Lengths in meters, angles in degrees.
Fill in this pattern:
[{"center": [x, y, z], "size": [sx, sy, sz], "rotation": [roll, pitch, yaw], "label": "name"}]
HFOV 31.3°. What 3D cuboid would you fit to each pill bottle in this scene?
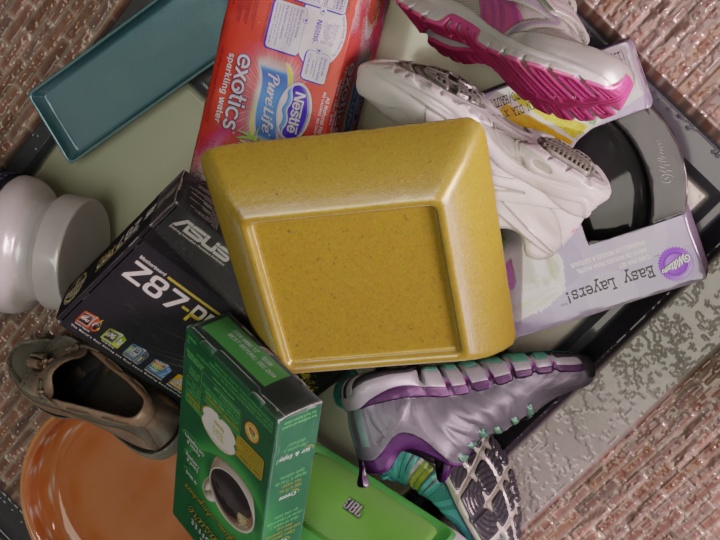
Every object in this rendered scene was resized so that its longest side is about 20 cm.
[{"center": [-0.317, -0.028, 1.067], "size": [0.198, 0.116, 0.117], "rotation": [9, 105, 14], "label": "pill bottle"}]

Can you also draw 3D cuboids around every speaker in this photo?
[{"center": [-0.001, 0.208, 1.019], "size": [0.199, 0.088, 0.089], "rotation": [28, 110, 28], "label": "speaker"}]

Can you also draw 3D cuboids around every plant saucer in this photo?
[{"center": [-0.203, 0.201, 1.128], "size": [0.198, 0.037, 0.202], "rotation": [3, 102, 16], "label": "plant saucer"}, {"center": [-0.179, -0.167, 1.047], "size": [0.199, 0.019, 0.070], "rotation": [-31, 92, 21], "label": "plant saucer"}, {"center": [0.000, 0.000, 0.901], "size": [0.198, 0.049, 0.201], "rotation": [-5, 127, 12], "label": "plant saucer"}]

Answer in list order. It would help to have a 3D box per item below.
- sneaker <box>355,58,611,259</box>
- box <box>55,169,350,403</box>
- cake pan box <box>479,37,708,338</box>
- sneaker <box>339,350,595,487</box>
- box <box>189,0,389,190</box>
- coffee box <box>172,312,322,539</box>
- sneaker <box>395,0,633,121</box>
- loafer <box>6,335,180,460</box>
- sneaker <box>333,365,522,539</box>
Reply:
[{"center": [0.071, -0.074, 0.913], "size": [0.199, 0.078, 0.100], "rotation": [34, 113, 8], "label": "sneaker"}, {"center": [-0.110, 0.037, 1.004], "size": [0.200, 0.049, 0.161], "rotation": [38, 121, -22], "label": "box"}, {"center": [0.144, -0.055, 0.961], "size": [0.198, 0.052, 0.186], "rotation": [-17, 99, 19], "label": "cake pan box"}, {"center": [0.084, 0.111, 0.971], "size": [0.198, 0.074, 0.089], "rotation": [-6, 84, -11], "label": "sneaker"}, {"center": [-0.051, -0.146, 0.972], "size": [0.099, 0.095, 0.202], "rotation": [19, 108, 12], "label": "box"}, {"center": [-0.090, 0.145, 0.972], "size": [0.123, 0.044, 0.201], "rotation": [39, 134, 37], "label": "coffee box"}, {"center": [0.116, -0.176, 0.895], "size": [0.200, 0.081, 0.088], "rotation": [37, 89, 35], "label": "sneaker"}, {"center": [-0.226, 0.092, 1.065], "size": [0.199, 0.063, 0.072], "rotation": [20, 70, 32], "label": "loafer"}, {"center": [0.055, 0.148, 1.033], "size": [0.201, 0.077, 0.080], "rotation": [52, 131, 4], "label": "sneaker"}]
